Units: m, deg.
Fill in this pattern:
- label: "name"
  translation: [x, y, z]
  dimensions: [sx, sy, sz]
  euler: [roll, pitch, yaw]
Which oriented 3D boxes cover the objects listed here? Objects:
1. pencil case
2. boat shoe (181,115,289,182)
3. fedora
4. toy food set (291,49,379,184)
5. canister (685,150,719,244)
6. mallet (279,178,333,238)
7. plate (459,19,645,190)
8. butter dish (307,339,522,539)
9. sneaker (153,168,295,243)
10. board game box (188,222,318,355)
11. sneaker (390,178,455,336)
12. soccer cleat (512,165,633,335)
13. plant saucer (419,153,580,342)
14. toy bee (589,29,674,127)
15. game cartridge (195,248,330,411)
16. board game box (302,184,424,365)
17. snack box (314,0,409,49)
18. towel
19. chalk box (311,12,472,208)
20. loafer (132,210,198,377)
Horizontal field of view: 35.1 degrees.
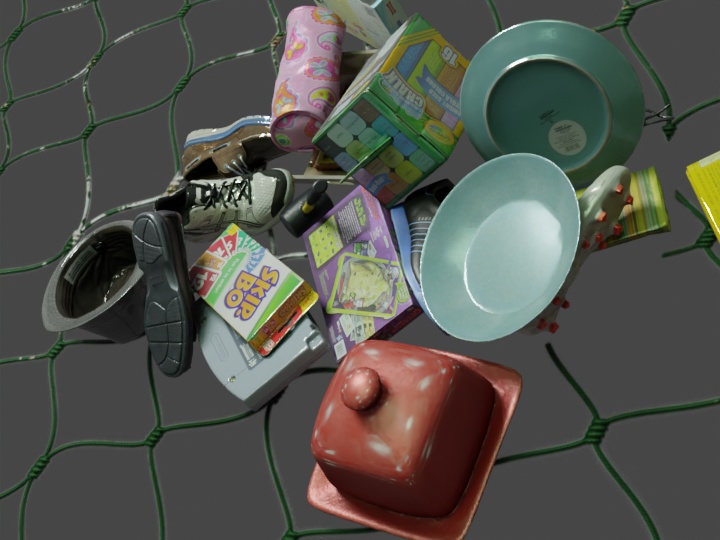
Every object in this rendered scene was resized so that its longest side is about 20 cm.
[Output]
- label: "pencil case"
  translation: [-0.064, -0.243, 1.446]
  dimensions: [0.087, 0.088, 0.201]
  euler: [-14, 50, 24]
- label: "boat shoe"
  translation: [-0.159, -0.151, 1.512]
  dimensions: [0.199, 0.072, 0.073]
  euler: [-7, 61, 41]
- label: "fedora"
  translation: [-0.317, 0.028, 1.465]
  dimensions: [0.176, 0.090, 0.200]
  euler: [-34, 36, 4]
- label: "toy food set"
  translation: [-0.004, -0.195, 1.445]
  dimensions: [0.143, 0.060, 0.201]
  euler: [3, 61, 33]
- label: "canister"
  translation: [0.428, -0.083, 1.081]
  dimensions: [0.199, 0.087, 0.149]
  euler: [-26, 49, 16]
- label: "mallet"
  translation: [-0.064, -0.075, 1.333]
  dimensions: [0.066, 0.200, 0.041]
  euler: [-40, 90, -2]
- label: "plate"
  translation: [0.200, -0.167, 1.210]
  dimensions: [0.199, 0.201, 0.026]
  euler: [-10, 27, 26]
- label: "butter dish"
  translation: [0.030, 0.145, 1.131]
  dimensions: [0.199, 0.148, 0.201]
  euler: [9, 64, 36]
- label: "sneaker"
  translation: [-0.177, -0.083, 1.443]
  dimensions: [0.199, 0.087, 0.076]
  euler: [-18, 67, 29]
- label: "board game box"
  translation: [-0.133, 0.020, 1.351]
  dimensions: [0.096, 0.030, 0.200]
  euler: [-47, 44, -6]
- label: "sneaker"
  translation: [0.090, -0.022, 1.260]
  dimensions: [0.078, 0.070, 0.201]
  euler: [-32, 46, 18]
- label: "soccer cleat"
  translation: [0.206, -0.028, 1.174]
  dimensions: [0.077, 0.069, 0.201]
  euler: [34, 95, 34]
- label: "plant saucer"
  translation: [0.147, -0.019, 1.159]
  dimensions: [0.200, 0.039, 0.203]
  euler: [-22, 56, 37]
- label: "toy bee"
  translation: [0.241, -0.209, 1.269]
  dimensions: [0.198, 0.110, 0.131]
  euler: [-8, 11, 18]
- label: "game cartridge"
  translation: [-0.124, 0.071, 1.345]
  dimensions: [0.133, 0.042, 0.200]
  euler: [-42, 41, 6]
- label: "board game box"
  translation: [0.000, 0.000, 1.311]
  dimensions: [0.120, 0.032, 0.201]
  euler: [-42, 44, 28]
- label: "snack box"
  translation: [-0.004, -0.351, 1.515]
  dimensions: [0.037, 0.116, 0.200]
  euler: [-47, 48, -5]
- label: "towel"
  translation: [0.230, -0.048, 1.229]
  dimensions: [0.199, 0.018, 0.087]
  euler: [-18, 48, 21]
- label: "chalk box"
  translation: [0.040, -0.167, 1.294]
  dimensions: [0.124, 0.124, 0.201]
  euler: [-35, 20, 50]
- label: "loafer"
  translation: [-0.223, 0.026, 1.375]
  dimensions: [0.071, 0.063, 0.202]
  euler: [-4, 98, 37]
